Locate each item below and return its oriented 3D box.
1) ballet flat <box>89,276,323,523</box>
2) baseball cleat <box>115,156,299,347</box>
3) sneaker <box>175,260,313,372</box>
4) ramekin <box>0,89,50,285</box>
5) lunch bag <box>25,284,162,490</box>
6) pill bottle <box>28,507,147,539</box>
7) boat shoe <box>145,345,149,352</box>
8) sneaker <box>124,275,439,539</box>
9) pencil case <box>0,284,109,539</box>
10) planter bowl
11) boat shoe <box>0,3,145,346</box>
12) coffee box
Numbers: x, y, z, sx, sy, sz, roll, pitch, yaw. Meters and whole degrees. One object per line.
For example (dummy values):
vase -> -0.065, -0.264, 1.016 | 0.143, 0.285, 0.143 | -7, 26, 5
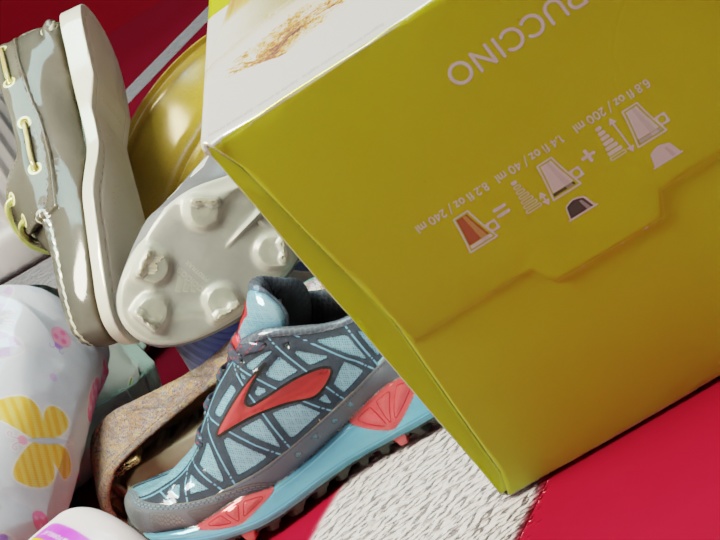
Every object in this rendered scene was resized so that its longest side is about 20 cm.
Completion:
ballet flat -> -0.051, 0.069, 1.326 | 0.200, 0.068, 0.067 | -35, 30, 28
baseball cleat -> -0.045, -0.043, 1.350 | 0.200, 0.070, 0.106 | -47, 8, -5
sneaker -> 0.001, 0.000, 1.410 | 0.199, 0.081, 0.115 | -27, 9, 8
ramekin -> -0.245, -0.022, 1.482 | 0.200, 0.105, 0.200 | -30, 3, 2
lunch bag -> -0.214, 0.095, 1.499 | 0.170, 0.122, 0.200 | -35, 15, -29
pill bottle -> -0.142, 0.184, 0.994 | 0.200, 0.104, 0.104 | -40, 13, -22
boat shoe -> -0.141, 0.013, 1.746 | 0.065, 0.072, 0.200 | -16, 28, 54
sneaker -> -0.032, 0.047, 1.239 | 0.200, 0.096, 0.079 | -33, 11, 11
pencil case -> -0.182, 0.101, 1.340 | 0.091, 0.083, 0.201 | -34, 31, 35
planter bowl -> -0.034, -0.036, 1.489 | 0.200, 0.201, 0.083 | -39, 46, -18
boat shoe -> -0.147, -0.042, 1.395 | 0.060, 0.072, 0.202 | -18, 56, 10
coffee box -> 0.076, -0.076, 1.077 | 0.199, 0.200, 0.198 | -32, 27, 17
